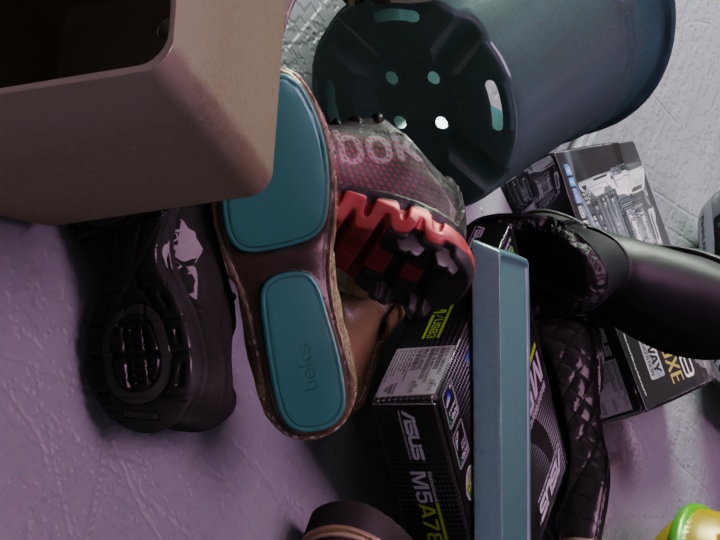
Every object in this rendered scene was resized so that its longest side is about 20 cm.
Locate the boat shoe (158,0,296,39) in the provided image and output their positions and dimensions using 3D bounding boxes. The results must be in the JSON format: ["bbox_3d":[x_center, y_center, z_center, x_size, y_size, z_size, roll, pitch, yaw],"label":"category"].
[{"bbox_3d":[-0.064,-0.191,1.265,0.073,0.074,0.200,47,49,-36],"label":"boat shoe"}]

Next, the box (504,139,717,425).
[{"bbox_3d":[0.189,0.007,1.662,0.158,0.050,0.200,-12,82,-60],"label":"box"}]

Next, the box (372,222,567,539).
[{"bbox_3d":[0.072,0.102,1.363,0.200,0.047,0.193,-62,141,-54],"label":"box"}]

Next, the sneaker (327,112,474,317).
[{"bbox_3d":[-0.023,-0.053,1.271,0.200,0.071,0.098,24,46,-13],"label":"sneaker"}]

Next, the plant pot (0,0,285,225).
[{"bbox_3d":[-0.135,-0.125,1.079,0.177,0.200,0.200,50,38,-56],"label":"plant pot"}]

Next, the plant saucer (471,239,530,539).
[{"bbox_3d":[0.085,0.084,1.315,0.070,0.019,0.200,14,75,-67],"label":"plant saucer"}]

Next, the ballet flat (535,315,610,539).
[{"bbox_3d":[0.140,0.123,1.526,0.066,0.057,0.200,102,-11,-60],"label":"ballet flat"}]

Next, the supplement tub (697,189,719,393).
[{"bbox_3d":[0.343,0.032,1.828,0.123,0.122,0.200,39,42,-41],"label":"supplement tub"}]

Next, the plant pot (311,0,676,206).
[{"bbox_3d":[0.078,-0.144,1.451,0.196,0.200,0.200,-42,108,-51],"label":"plant pot"}]

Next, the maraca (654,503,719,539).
[{"bbox_3d":[0.246,0.257,1.543,0.137,0.107,0.200,41,40,-40],"label":"maraca"}]

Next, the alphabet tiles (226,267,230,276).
[{"bbox_3d":[-0.087,-0.093,1.318,0.167,0.008,0.200,39,42,-41],"label":"alphabet tiles"}]

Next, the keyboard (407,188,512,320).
[{"bbox_3d":[0.063,-0.021,1.518,0.200,0.011,0.056,-40,112,-59],"label":"keyboard"}]

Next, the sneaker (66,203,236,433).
[{"bbox_3d":[-0.106,-0.006,1.182,0.091,0.076,0.200,27,56,-62],"label":"sneaker"}]

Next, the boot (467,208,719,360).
[{"bbox_3d":[0.171,0.013,1.489,0.168,0.200,0.077,-16,127,-74],"label":"boot"}]

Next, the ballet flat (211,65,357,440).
[{"bbox_3d":[-0.045,-0.010,1.191,0.065,0.070,0.200,-156,-119,-79],"label":"ballet flat"}]

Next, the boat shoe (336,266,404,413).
[{"bbox_3d":[0.000,0.000,1.334,0.074,0.066,0.200,51,34,-44],"label":"boat shoe"}]

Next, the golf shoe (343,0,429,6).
[{"bbox_3d":[0.035,-0.252,1.353,0.077,0.088,0.200,63,34,-73],"label":"golf shoe"}]

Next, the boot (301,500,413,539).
[{"bbox_3d":[0.026,0.242,1.239,0.200,0.077,0.138,40,43,-20],"label":"boot"}]
